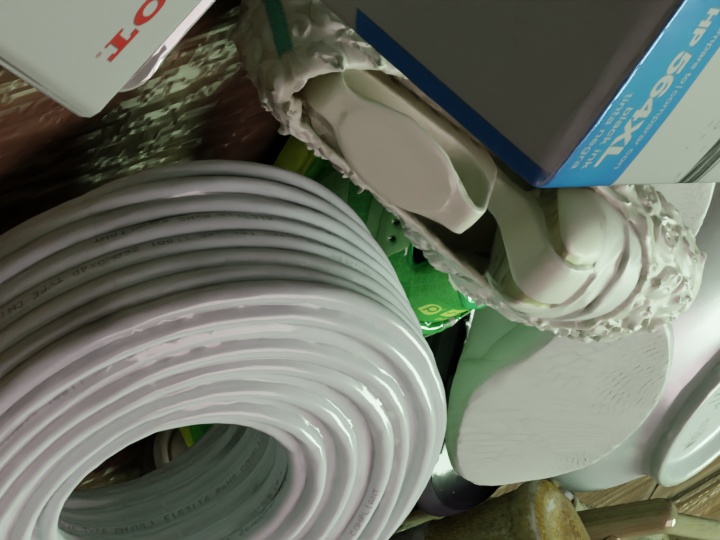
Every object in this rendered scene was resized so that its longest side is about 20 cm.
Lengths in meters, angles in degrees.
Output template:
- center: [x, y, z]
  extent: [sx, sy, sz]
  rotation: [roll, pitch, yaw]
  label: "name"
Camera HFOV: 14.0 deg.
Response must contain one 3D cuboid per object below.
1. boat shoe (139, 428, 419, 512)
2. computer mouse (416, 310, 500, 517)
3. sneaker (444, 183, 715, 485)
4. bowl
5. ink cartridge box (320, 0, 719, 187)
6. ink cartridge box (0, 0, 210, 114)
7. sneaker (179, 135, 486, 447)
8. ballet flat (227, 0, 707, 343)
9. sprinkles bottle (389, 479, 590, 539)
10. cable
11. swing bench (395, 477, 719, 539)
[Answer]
- center: [-0.027, 0.082, 1.135]
  extent: [0.057, 0.067, 0.200]
  rotation: [-36, 164, 30]
  label: "boat shoe"
- center: [0.044, -0.004, 1.123]
  extent: [0.138, 0.053, 0.200]
  rotation: [-11, 119, -53]
  label: "computer mouse"
- center: [0.076, -0.008, 1.060]
  extent: [0.075, 0.089, 0.200]
  rotation: [2, 134, -19]
  label: "sneaker"
- center: [0.137, 0.034, 1.334]
  extent: [0.201, 0.090, 0.201]
  rotation: [-39, 157, -20]
  label: "bowl"
- center: [0.069, -0.098, 0.884]
  extent: [0.084, 0.146, 0.200]
  rotation: [-55, 157, 18]
  label: "ink cartridge box"
- center: [-0.071, -0.134, 0.618]
  extent: [0.146, 0.084, 0.200]
  rotation: [-47, 160, 2]
  label: "ink cartridge box"
- center: [0.000, 0.000, 1.009]
  extent: [0.074, 0.084, 0.200]
  rotation: [-7, 133, -56]
  label: "sneaker"
- center: [0.036, -0.023, 0.931]
  extent: [0.200, 0.072, 0.072]
  rotation: [35, 100, -28]
  label: "ballet flat"
- center: [-0.003, 0.148, 1.183]
  extent: [0.200, 0.068, 0.068]
  rotation: [-23, 166, 19]
  label: "sprinkles bottle"
- center: [-0.070, 0.057, 0.933]
  extent: [0.200, 0.069, 0.200]
  rotation: [-19, 141, -14]
  label: "cable"
- center: [0.060, 0.156, 1.307]
  extent: [0.199, 0.200, 0.130]
  rotation: [22, 76, -69]
  label: "swing bench"
